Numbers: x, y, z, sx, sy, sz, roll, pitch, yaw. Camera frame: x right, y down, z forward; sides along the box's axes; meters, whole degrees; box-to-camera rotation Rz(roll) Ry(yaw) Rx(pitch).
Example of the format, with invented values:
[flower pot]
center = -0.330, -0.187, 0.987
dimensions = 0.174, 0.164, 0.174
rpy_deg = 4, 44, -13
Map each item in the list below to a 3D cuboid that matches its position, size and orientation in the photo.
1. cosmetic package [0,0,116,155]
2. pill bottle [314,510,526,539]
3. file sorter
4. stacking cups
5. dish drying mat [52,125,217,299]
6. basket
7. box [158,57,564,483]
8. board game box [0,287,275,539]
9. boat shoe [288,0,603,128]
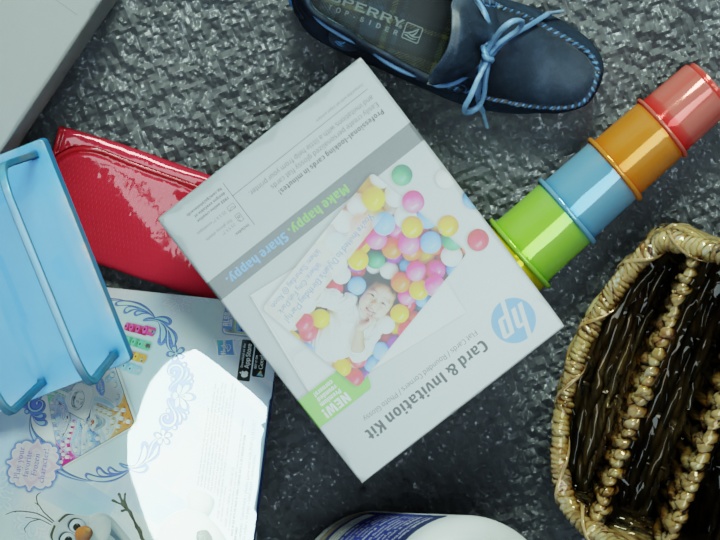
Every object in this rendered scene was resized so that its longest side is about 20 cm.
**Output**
[cosmetic package]
center = -0.242, -0.116, 1.110
dimensions = 0.106, 0.090, 0.201
rpy_deg = 33, 102, -6
[pill bottle]
center = 0.048, 0.206, 1.112
dimensions = 0.119, 0.200, 0.121
rpy_deg = 3, 83, -25
[file sorter]
center = -0.251, 0.029, 1.030
dimensions = 0.199, 0.123, 0.140
rpy_deg = -21, 96, 4
[stacking cups]
center = 0.144, -0.047, 1.146
dimensions = 0.200, 0.061, 0.061
rpy_deg = -40, 100, 7
[dish drying mat]
center = -0.106, -0.024, 1.166
dimensions = 0.199, 0.018, 0.077
rpy_deg = 19, 102, -5
[basket]
center = 0.192, 0.077, 1.121
dimensions = 0.142, 0.149, 0.201
rpy_deg = 21, 100, 5
[box]
center = 0.000, 0.000, 1.105
dimensions = 0.156, 0.041, 0.200
rpy_deg = -37, 95, 2
[board game box]
center = -0.156, 0.108, 1.120
dimensions = 0.197, 0.043, 0.201
rpy_deg = 7, 64, 0
[boat shoe]
center = 0.051, -0.132, 1.121
dimensions = 0.198, 0.069, 0.085
rpy_deg = 10, 102, -3
